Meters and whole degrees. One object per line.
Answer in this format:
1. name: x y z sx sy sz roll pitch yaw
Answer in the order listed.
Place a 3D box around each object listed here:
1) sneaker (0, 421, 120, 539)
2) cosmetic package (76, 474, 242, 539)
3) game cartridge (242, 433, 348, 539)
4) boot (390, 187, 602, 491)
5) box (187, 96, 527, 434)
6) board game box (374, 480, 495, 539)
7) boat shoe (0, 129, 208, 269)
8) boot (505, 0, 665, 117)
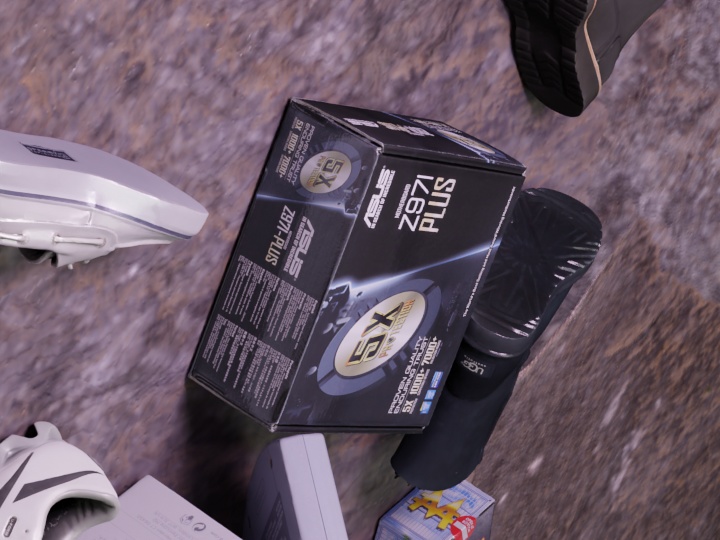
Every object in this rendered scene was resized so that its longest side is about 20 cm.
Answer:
1. sneaker: -0.228 0.176 1.566 0.200 0.088 0.074 -42 142 -21
2. cosmetic package: -0.156 0.279 1.694 0.200 0.123 0.200 -38 139 -29
3. game cartridge: -0.041 0.187 1.725 0.040 0.134 0.200 -12 159 -15
4. boot: 0.091 0.050 1.883 0.200 0.076 0.168 -56 174 -50
5. box: 0.000 0.000 1.721 0.163 0.086 0.201 6 109 -52
6. board game box: 0.020 0.251 1.944 0.200 0.062 0.201 -6 117 -49
7. boat shoe: -0.172 -0.033 1.502 0.200 0.072 0.066 9 111 -52
8. boot: 0.162 -0.217 1.790 0.138 0.077 0.200 -48 156 -24
